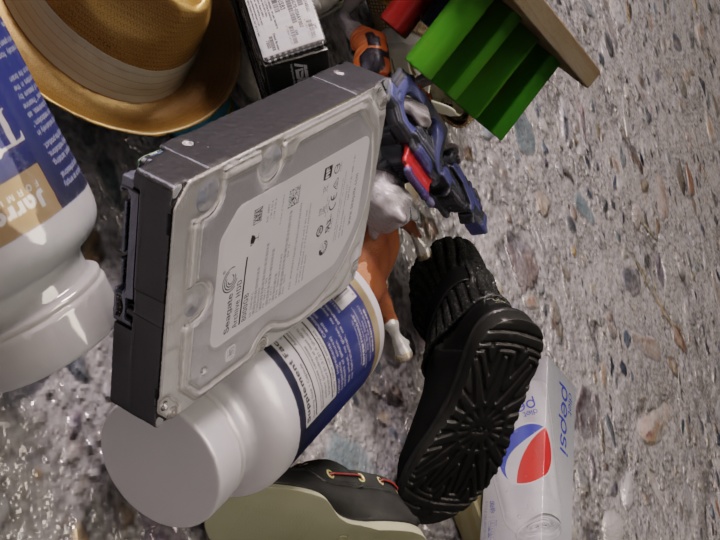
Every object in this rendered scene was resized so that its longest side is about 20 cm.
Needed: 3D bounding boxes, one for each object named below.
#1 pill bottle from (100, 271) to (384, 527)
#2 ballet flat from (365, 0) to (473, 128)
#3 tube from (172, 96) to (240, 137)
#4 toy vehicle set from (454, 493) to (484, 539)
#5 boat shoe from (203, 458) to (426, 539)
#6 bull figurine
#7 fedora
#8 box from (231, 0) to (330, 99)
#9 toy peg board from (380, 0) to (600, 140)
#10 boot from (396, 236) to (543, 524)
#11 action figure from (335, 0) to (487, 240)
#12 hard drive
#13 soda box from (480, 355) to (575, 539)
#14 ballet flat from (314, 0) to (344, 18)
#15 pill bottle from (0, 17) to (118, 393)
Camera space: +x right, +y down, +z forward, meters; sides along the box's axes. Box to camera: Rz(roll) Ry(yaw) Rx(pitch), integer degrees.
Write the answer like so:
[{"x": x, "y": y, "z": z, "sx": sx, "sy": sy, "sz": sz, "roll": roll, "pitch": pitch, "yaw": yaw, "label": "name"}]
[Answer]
[{"x": -0.071, "y": 0.070, "z": 0.702, "sx": 0.200, "sy": 0.110, "sz": 0.113, "roll": -41, "pitch": 114, "yaw": -56, "label": "pill bottle"}, {"x": 0.064, "y": -0.202, "z": 1.077, "sx": 0.199, "sy": 0.070, "sz": 0.066, "roll": 36, "pitch": 64, "yaw": -44, "label": "ballet flat"}, {"x": -0.097, "y": -0.090, "z": 0.786, "sx": 0.201, "sy": 0.050, "sz": 0.078, "roll": 54, "pitch": 40, "yaw": -40, "label": "tube"}, {"x": 0.150, "y": 0.220, "z": 1.099, "sx": 0.200, "sy": 0.026, "sz": 0.126, "roll": -43, "pitch": 116, "yaw": -56, "label": "toy vehicle set"}, {"x": -0.036, "y": 0.169, "z": 0.778, "sx": 0.200, "sy": 0.074, "sz": 0.063, "roll": 23, "pitch": 24, "yaw": -43, "label": "boat shoe"}, {"x": 0.000, "y": 0.000, "z": 0.893, "sx": 0.122, "sy": 0.064, "sz": 0.202, "roll": 57, "pitch": 37, "yaw": -36, "label": "bull figurine"}, {"x": -0.139, "y": -0.180, "z": 0.651, "sx": 0.198, "sy": 0.082, "sz": 0.204, "roll": 19, "pitch": 55, "yaw": -29, "label": "fedora"}, {"x": -0.061, "y": -0.176, "z": 0.744, "sx": 0.194, "sy": 0.047, "sz": 0.203, "roll": 78, "pitch": -5, "yaw": -70, "label": "box"}, {"x": 0.063, "y": -0.208, "z": 0.891, "sx": 0.199, "sy": 0.098, "sz": 0.199, "roll": 46, "pitch": 10, "yaw": 31, "label": "toy peg board"}, {"x": 0.073, "y": 0.092, "z": 0.961, "sx": 0.078, "sy": 0.213, "sz": 0.158, "roll": 18, "pitch": 17, "yaw": -27, "label": "boot"}, {"x": 0.029, "y": -0.101, "z": 0.900, "sx": 0.201, "sy": 0.103, "sz": 0.196, "roll": 54, "pitch": 31, "yaw": -44, "label": "action figure"}, {"x": -0.054, "y": -0.021, "z": 0.608, "sx": 0.199, "sy": 0.037, "sz": 0.142, "roll": -35, "pitch": 142, "yaw": -51, "label": "hard drive"}, {"x": 0.156, "y": 0.186, "z": 1.032, "sx": 0.068, "sy": 0.063, "sz": 0.203, "roll": 43, "pitch": 44, "yaw": -42, "label": "soda box"}, {"x": -0.031, "y": -0.241, "z": 0.928, "sx": 0.200, "sy": 0.069, "sz": 0.070, "roll": -42, "pitch": 115, "yaw": -56, "label": "ballet flat"}, {"x": -0.196, "y": -0.047, "z": 0.536, "sx": 0.202, "sy": 0.110, "sz": 0.111, "roll": 66, "pitch": 33, "yaw": -19, "label": "pill bottle"}]
